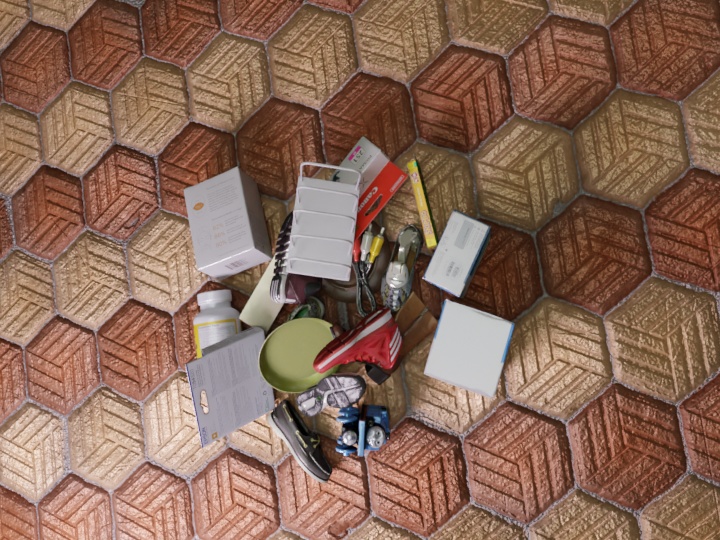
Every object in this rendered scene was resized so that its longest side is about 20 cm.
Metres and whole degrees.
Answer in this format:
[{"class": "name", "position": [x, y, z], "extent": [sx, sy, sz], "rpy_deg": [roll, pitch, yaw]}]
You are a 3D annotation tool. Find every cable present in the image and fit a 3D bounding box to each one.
[{"class": "cable", "position": [0.000, 0.000, 1.297], "extent": [0.094, 0.050, 0.208], "rpy_deg": [5, 88, 11]}]

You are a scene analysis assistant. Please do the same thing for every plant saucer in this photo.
[{"class": "plant saucer", "position": [-0.132, 0.182, 1.310], "extent": [0.193, 0.031, 0.206], "rpy_deg": [-9, 121, -14]}, {"class": "plant saucer", "position": [-0.026, -0.030, 1.349], "extent": [0.193, 0.037, 0.209], "rpy_deg": [-1, 87, 12]}]

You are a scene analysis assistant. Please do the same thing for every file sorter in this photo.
[{"class": "file sorter", "position": [-0.073, -0.098, 1.198], "extent": [0.134, 0.125, 0.208], "rpy_deg": [7, 80, -4]}]

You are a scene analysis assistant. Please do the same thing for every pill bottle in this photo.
[{"class": "pill bottle", "position": [-0.328, 0.154, 1.368], "extent": [0.108, 0.112, 0.208], "rpy_deg": [-9, 84, 12]}]

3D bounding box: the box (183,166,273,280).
[{"class": "box", "position": [-0.306, -0.107, 1.367], "extent": [0.148, 0.106, 0.206], "rpy_deg": [-18, 72, 12]}]

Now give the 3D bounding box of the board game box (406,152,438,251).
[{"class": "board game box", "position": [0.137, -0.147, 1.288], "extent": [0.029, 0.095, 0.207], "rpy_deg": [-12, 84, 12]}]

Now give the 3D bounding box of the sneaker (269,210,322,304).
[{"class": "sneaker", "position": [-0.129, -0.021, 1.302], "extent": [0.113, 0.075, 0.207], "rpy_deg": [15, 82, -30]}]

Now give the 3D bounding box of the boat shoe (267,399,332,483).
[{"class": "boat shoe", "position": [-0.128, 0.384, 1.328], "extent": [0.061, 0.072, 0.202], "rpy_deg": [-44, 79, 7]}]

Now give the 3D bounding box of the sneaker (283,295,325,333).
[{"class": "sneaker", "position": [-0.161, 0.142, 1.342], "extent": [0.076, 0.088, 0.203], "rpy_deg": [34, 94, 13]}]

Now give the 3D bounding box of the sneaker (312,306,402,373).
[{"class": "sneaker", "position": [0.006, 0.177, 1.212], "extent": [0.197, 0.078, 0.118], "rpy_deg": [-34, 102, -7]}]

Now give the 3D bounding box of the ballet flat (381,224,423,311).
[{"class": "ballet flat", "position": [0.086, -0.015, 1.265], "extent": [0.070, 0.073, 0.205], "rpy_deg": [13, 62, 13]}]

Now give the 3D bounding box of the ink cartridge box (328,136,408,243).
[{"class": "ink cartridge box", "position": [-0.008, -0.178, 1.305], "extent": [0.201, 0.043, 0.174], "rpy_deg": [-50, 40, 6]}]

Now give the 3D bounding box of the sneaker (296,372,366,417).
[{"class": "sneaker", "position": [-0.045, 0.245, 1.281], "extent": [0.198, 0.115, 0.077], "rpy_deg": [-27, 95, 38]}]

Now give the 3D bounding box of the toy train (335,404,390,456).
[{"class": "toy train", "position": [0.007, 0.331, 1.240], "extent": [0.110, 0.200, 0.090], "rpy_deg": [1, 86, 2]}]

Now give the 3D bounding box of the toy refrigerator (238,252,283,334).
[{"class": "toy refrigerator", "position": [-0.197, 0.037, 1.363], "extent": [0.075, 0.070, 0.204], "rpy_deg": [30, 93, -6]}]

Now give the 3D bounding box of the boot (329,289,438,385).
[{"class": "boot", "position": [0.052, 0.124, 1.275], "extent": [0.188, 0.069, 0.200], "rpy_deg": [43, 97, -14]}]

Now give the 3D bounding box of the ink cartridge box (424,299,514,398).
[{"class": "ink cartridge box", "position": [0.220, 0.153, 1.197], "extent": [0.140, 0.200, 0.152], "rpy_deg": [17, 90, 11]}]

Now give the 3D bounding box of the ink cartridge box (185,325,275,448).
[{"class": "ink cartridge box", "position": [-0.285, 0.250, 1.290], "extent": [0.043, 0.196, 0.203], "rpy_deg": [14, 116, 46]}]

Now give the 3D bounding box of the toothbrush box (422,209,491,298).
[{"class": "toothbrush box", "position": [0.202, -0.027, 1.212], "extent": [0.083, 0.200, 0.150], "rpy_deg": [25, 91, 12]}]
